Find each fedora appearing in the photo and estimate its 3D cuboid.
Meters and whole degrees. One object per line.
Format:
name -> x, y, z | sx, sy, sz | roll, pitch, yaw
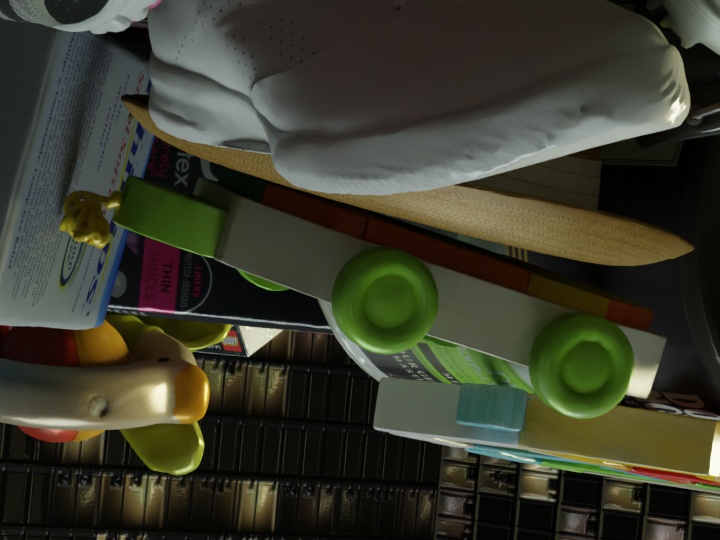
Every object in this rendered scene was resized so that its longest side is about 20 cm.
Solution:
fedora -> 0.021, -0.059, 0.915 | 0.199, 0.082, 0.201 | 14, -176, -1

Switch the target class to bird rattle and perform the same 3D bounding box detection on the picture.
bird rattle -> -0.153, 0.037, 1.376 | 0.199, 0.113, 0.163 | 10, -174, -24

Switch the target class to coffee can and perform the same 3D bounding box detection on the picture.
coffee can -> 0.098, -0.018, 1.097 | 0.146, 0.147, 0.199 | 7, 178, -44

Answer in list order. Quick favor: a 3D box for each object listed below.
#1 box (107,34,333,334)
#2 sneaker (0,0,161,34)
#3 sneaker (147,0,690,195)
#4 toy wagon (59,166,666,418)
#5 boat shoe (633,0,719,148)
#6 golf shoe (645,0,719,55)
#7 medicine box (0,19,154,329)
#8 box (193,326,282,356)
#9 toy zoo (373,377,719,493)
box -> -0.042, -0.035, 1.306 | 0.199, 0.123, 0.106 | 5, 179, -1
sneaker -> -0.102, -0.088, 0.601 | 0.087, 0.074, 0.200 | -1, -174, -30
sneaker -> 0.000, -0.070, 0.685 | 0.075, 0.089, 0.200 | -14, -165, -31
toy wagon -> 0.000, 0.000, 0.953 | 0.199, 0.040, 0.155 | 19, -178, -17
boat shoe -> 0.183, -0.060, 0.926 | 0.199, 0.057, 0.067 | 5, 178, 11
golf shoe -> 0.161, -0.077, 0.623 | 0.199, 0.079, 0.097 | 5, 155, -10
medicine box -> -0.177, -0.054, 0.991 | 0.181, 0.104, 0.200 | 17, 180, 6
box -> -0.056, -0.018, 1.654 | 0.136, 0.038, 0.200 | 5, -149, 41
toy zoo -> 0.094, 0.063, 1.045 | 0.131, 0.021, 0.200 | 7, 175, 29
